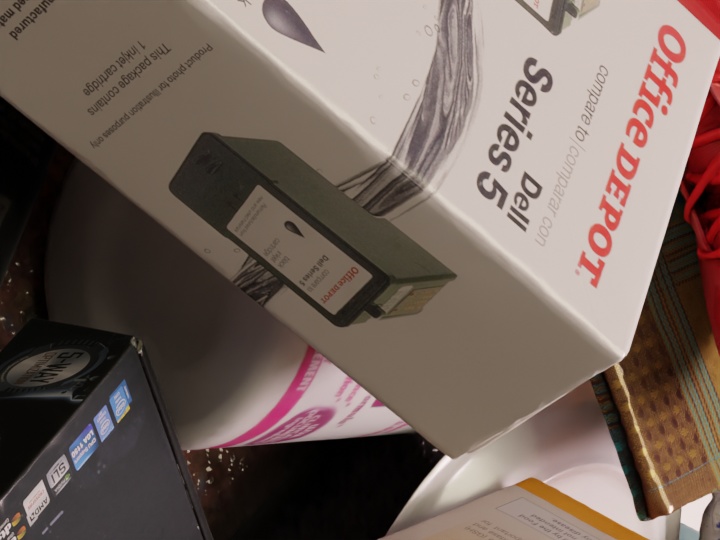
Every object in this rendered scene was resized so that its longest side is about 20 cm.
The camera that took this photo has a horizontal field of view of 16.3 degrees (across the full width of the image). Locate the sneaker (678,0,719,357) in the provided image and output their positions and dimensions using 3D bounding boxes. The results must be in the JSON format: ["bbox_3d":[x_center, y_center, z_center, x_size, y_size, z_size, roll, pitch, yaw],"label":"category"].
[{"bbox_3d":[0.108,-0.044,0.840,0.115,0.078,0.201,21,48,-32],"label":"sneaker"}]

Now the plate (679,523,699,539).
[{"bbox_3d":[0.120,0.201,1.027,0.199,0.025,0.202,3,86,-39],"label":"plate"}]

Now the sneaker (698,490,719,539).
[{"bbox_3d":[0.164,0.105,0.963,0.115,0.080,0.201,-13,103,-79],"label":"sneaker"}]

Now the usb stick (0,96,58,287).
[{"bbox_3d":[-0.136,0.009,0.755,0.055,0.032,0.201,38,58,-35],"label":"usb stick"}]

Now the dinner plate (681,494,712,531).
[{"bbox_3d":[0.172,0.113,1.103,0.199,0.024,0.202,3,86,-36],"label":"dinner plate"}]

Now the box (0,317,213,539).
[{"bbox_3d":[-0.112,0.138,0.735,0.200,0.043,0.161,-51,138,-40],"label":"box"}]

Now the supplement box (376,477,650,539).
[{"bbox_3d":[0.028,0.144,0.761,0.199,0.126,0.074,-16,123,-42],"label":"supplement box"}]

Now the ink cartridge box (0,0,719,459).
[{"bbox_3d":[-0.001,-0.066,0.733,0.200,0.084,0.146,39,46,-17],"label":"ink cartridge box"}]

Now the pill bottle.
[{"bbox_3d":[0.000,0.000,0.857,0.199,0.113,0.114,-1,87,-51],"label":"pill bottle"}]

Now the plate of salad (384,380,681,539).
[{"bbox_3d":[0.048,0.128,0.913,0.199,0.048,0.201,-25,126,-39],"label":"plate of salad"}]

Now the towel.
[{"bbox_3d":[0.133,-0.003,0.909,0.199,0.022,0.148,-18,88,-49],"label":"towel"}]
